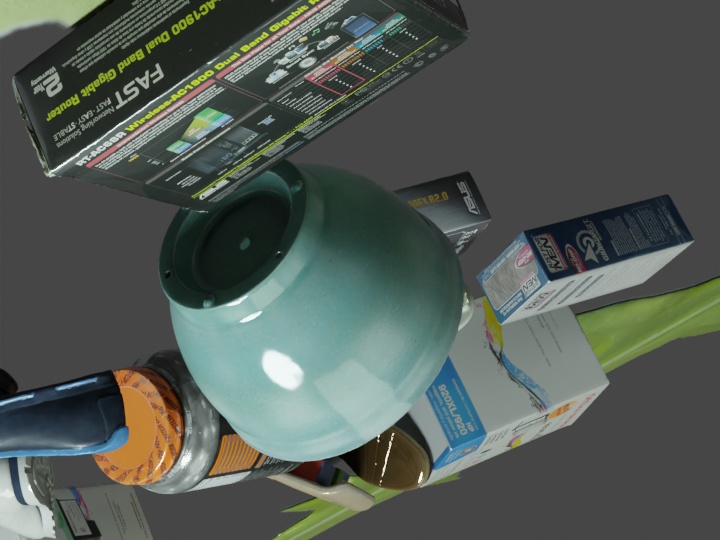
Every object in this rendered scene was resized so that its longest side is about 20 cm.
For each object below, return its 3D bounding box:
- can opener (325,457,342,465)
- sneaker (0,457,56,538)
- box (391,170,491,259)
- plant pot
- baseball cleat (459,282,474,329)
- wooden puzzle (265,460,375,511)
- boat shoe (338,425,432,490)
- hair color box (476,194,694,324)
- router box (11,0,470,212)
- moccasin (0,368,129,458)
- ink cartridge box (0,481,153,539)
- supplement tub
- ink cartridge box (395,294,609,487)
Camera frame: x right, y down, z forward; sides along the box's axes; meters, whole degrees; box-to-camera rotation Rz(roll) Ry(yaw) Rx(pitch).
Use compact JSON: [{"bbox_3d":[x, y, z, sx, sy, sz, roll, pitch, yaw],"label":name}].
[{"bbox_3d":[-0.034,0.211,1.757,0.053,0.067,0.200,-29,162,14],"label":"can opener"},{"bbox_3d":[-0.325,0.205,1.351,0.080,0.077,0.200,-11,156,-7],"label":"sneaker"},{"bbox_3d":[0.000,0.000,1.216,0.158,0.048,0.200,-16,160,-24],"label":"box"},{"bbox_3d":[-0.049,0.007,0.975,0.200,0.201,0.134,-30,135,15],"label":"plant pot"},{"bbox_3d":[-0.010,0.048,1.174,0.199,0.070,0.106,-11,167,-7],"label":"baseball cleat"},{"bbox_3d":[-0.090,0.209,1.592,0.199,0.046,0.185,14,169,14],"label":"wooden puzzle"},{"bbox_3d":[0.012,0.183,1.592,0.200,0.072,0.072,14,-169,43],"label":"boat shoe"},{"bbox_3d":[0.227,-0.012,1.476,0.199,0.061,0.100,-15,160,-33],"label":"hair color box"},{"bbox_3d":[-0.060,-0.113,0.776,0.200,0.062,0.150,-31,163,19],"label":"router box"},{"bbox_3d":[-0.270,0.105,1.103,0.199,0.069,0.080,-3,178,5],"label":"moccasin"},{"bbox_3d":[-0.340,0.293,1.542,0.145,0.084,0.200,-33,161,23],"label":"ink cartridge box"},{"bbox_3d":[-0.135,0.128,1.279,0.122,0.123,0.200,-35,160,30],"label":"supplement tub"},{"bbox_3d":[0.136,0.118,1.589,0.199,0.145,0.147,-20,161,-19],"label":"ink cartridge box"}]
